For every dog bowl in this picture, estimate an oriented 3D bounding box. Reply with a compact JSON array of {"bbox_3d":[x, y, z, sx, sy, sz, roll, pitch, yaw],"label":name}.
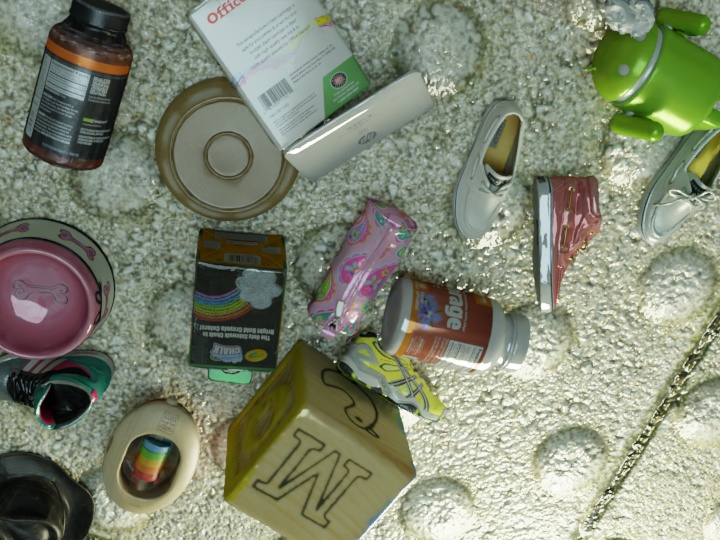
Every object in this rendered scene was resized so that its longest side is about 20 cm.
[{"bbox_3d":[-0.443,0.034,1.295,0.197,0.074,0.202,-2,112,-5],"label":"dog bowl"}]

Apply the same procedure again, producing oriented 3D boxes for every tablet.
[{"bbox_3d":[0.001,-0.184,1.230,0.199,0.130,0.014,-30,74,7],"label":"tablet"}]

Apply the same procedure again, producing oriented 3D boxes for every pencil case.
[{"bbox_3d":[0.000,0.000,1.320,0.087,0.088,0.201,27,107,-16],"label":"pencil case"}]

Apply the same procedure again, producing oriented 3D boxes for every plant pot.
[{"bbox_3d":[-0.177,-0.157,1.267,0.197,0.028,0.202,-2,113,-4],"label":"plant pot"}]

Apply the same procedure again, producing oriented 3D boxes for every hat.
[{"bbox_3d":[-0.509,0.380,1.429,0.198,0.081,0.203,-2,113,-4],"label":"hat"}]

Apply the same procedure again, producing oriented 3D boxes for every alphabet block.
[{"bbox_3d":[-0.064,0.262,1.366,0.199,0.196,0.197,35,104,-19],"label":"alphabet block"}]

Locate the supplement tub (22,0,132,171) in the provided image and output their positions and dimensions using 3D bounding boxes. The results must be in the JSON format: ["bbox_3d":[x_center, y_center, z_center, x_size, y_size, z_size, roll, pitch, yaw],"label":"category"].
[{"bbox_3d":[-0.347,-0.234,1.175,0.106,0.107,0.202,18,109,-13],"label":"supplement tub"}]

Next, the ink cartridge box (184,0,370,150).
[{"bbox_3d":[-0.104,-0.277,1.179,0.144,0.084,0.201,-36,111,-3],"label":"ink cartridge box"}]

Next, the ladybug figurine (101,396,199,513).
[{"bbox_3d":[-0.309,0.268,1.407,0.135,0.072,0.201,23,109,-14],"label":"ladybug figurine"}]

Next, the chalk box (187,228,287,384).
[{"bbox_3d":[-0.173,0.060,1.307,0.123,0.124,0.202,6,113,-9],"label":"chalk box"}]

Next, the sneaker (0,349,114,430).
[{"bbox_3d":[-0.454,0.173,1.326,0.197,0.121,0.085,-6,114,-3],"label":"sneaker"}]

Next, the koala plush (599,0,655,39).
[{"bbox_3d":[0.288,-0.389,1.148,0.198,0.183,0.179,16,70,-22],"label":"koala plush"}]

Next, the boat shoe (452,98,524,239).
[{"bbox_3d":[0.179,-0.131,1.289,0.070,0.070,0.202,14,110,-11],"label":"boat shoe"}]

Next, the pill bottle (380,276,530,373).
[{"bbox_3d":[0.137,0.084,1.353,0.198,0.112,0.113,13,111,-12],"label":"pill bottle"}]

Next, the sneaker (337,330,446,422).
[{"bbox_3d":[0.061,0.162,1.400,0.199,0.075,0.077,35,79,-29],"label":"sneaker"}]

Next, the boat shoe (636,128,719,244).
[{"bbox_3d":[0.463,-0.118,1.314,0.074,0.086,0.203,26,108,-15],"label":"boat shoe"}]

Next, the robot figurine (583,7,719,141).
[{"bbox_3d":[0.390,-0.253,1.234,0.198,0.116,0.177,25,92,-13],"label":"robot figurine"}]

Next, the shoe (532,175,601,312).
[{"bbox_3d":[0.294,-0.037,1.339,0.090,0.072,0.202,-3,109,2],"label":"shoe"}]
